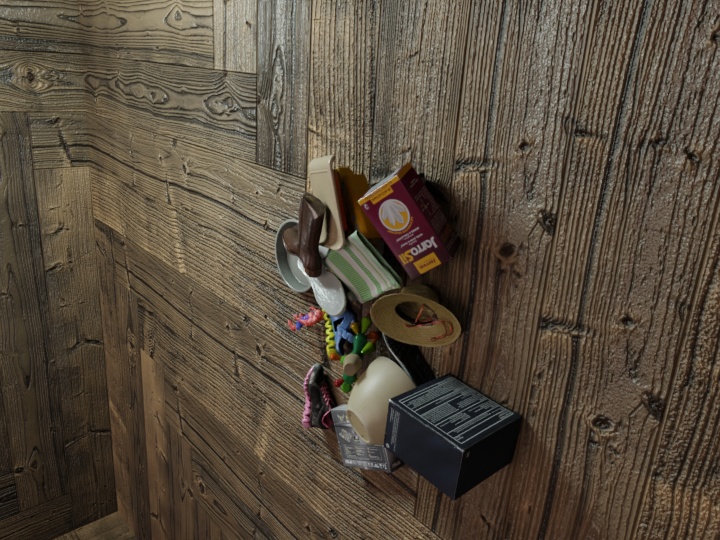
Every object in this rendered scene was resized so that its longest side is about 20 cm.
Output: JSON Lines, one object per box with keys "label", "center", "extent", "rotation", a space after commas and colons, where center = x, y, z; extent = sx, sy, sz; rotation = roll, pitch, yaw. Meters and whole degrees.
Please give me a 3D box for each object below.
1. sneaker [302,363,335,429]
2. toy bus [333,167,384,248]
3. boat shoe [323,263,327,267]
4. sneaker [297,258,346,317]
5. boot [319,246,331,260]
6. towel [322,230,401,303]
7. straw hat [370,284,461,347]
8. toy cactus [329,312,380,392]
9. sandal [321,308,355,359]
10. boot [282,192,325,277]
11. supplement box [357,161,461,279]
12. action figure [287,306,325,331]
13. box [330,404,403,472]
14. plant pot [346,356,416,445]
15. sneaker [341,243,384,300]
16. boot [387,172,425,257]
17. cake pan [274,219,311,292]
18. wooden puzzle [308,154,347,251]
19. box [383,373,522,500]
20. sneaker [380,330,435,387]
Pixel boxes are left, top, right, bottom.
{"label": "sneaker", "center": [-0.108, 0.358, 1.681], "extent": [0.094, 0.079, 0.204], "rotation": [12, 110, 24]}
{"label": "toy bus", "center": [-0.011, -0.145, 1.349], "extent": [0.078, 0.064, 0.203], "rotation": [-42, 60, 51]}
{"label": "boat shoe", "center": [-0.093, -0.099, 1.541], "extent": [0.056, 0.068, 0.203], "rotation": [35, 119, 47]}
{"label": "sneaker", "center": [-0.075, 0.051, 1.467], "extent": [0.201, 0.073, 0.116], "rotation": [56, -179, 36]}
{"label": "boot", "center": [-0.058, -0.120, 1.471], "extent": [0.073, 0.090, 0.203], "rotation": [37, 127, 34]}
{"label": "towel", "center": [0.000, 0.000, 1.335], "extent": [0.153, 0.023, 0.200], "rotation": [49, 153, -6]}
{"label": "straw hat", "center": [0.125, 0.079, 1.301], "extent": [0.200, 0.200, 0.086], "rotation": [-34, 30, 47]}
{"label": "toy cactus", "center": [-0.019, 0.205, 1.437], "extent": [0.101, 0.165, 0.202], "rotation": [28, 101, 3]}
{"label": "sandal", "center": [-0.051, 0.125, 1.551], "extent": [0.086, 0.079, 0.204], "rotation": [-12, 82, 13]}
{"label": "boot", "center": [-0.134, -0.113, 1.395], "extent": [0.187, 0.063, 0.202], "rotation": [48, 148, 39]}
{"label": "supplement box", "center": [0.102, -0.100, 1.222], "extent": [0.110, 0.086, 0.201], "rotation": [-29, 102, 34]}
{"label": "action figure", "center": [-0.144, 0.128, 1.624], "extent": [0.199, 0.065, 0.052], "rotation": [-18, 96, 63]}
{"label": "box", "center": [0.013, 0.433, 1.562], "extent": [0.199, 0.048, 0.161], "rotation": [-16, 87, 50]}
{"label": "plant pot", "center": [0.045, 0.320, 1.379], "extent": [0.200, 0.133, 0.202], "rotation": [45, 152, 32]}
{"label": "sneaker", "center": [-0.016, -0.032, 1.452], "extent": [0.114, 0.075, 0.202], "rotation": [43, 132, 30]}
{"label": "boot", "center": [0.104, -0.117, 1.310], "extent": [0.133, 0.069, 0.200], "rotation": [65, 149, 11]}
{"label": "cake pan", "center": [-0.168, -0.042, 1.657], "extent": [0.199, 0.036, 0.204], "rotation": [17, 112, 46]}
{"label": "wooden puzzle", "center": [-0.071, -0.153, 1.346], "extent": [0.185, 0.037, 0.204], "rotation": [-159, 63, -70]}
{"label": "box", "center": [0.185, 0.330, 1.219], "extent": [0.197, 0.198, 0.125], "rotation": [25, 118, 43]}
{"label": "sneaker", "center": [0.090, 0.209, 1.399], "extent": [0.202, 0.075, 0.088], "rotation": [62, 143, 17]}
